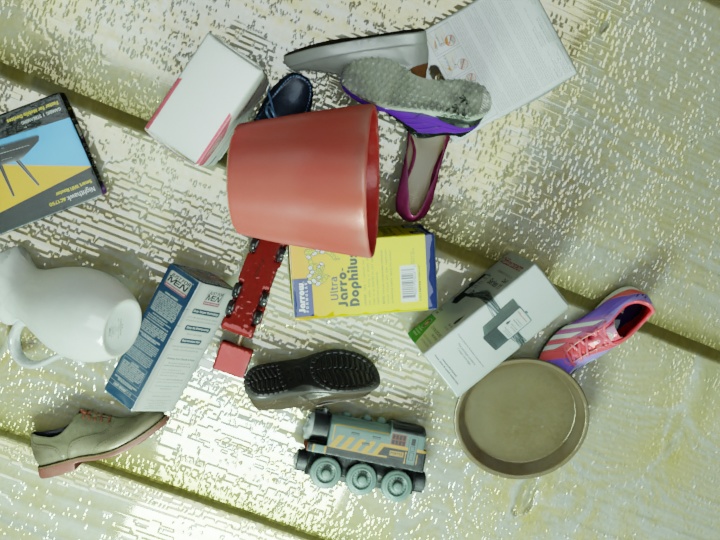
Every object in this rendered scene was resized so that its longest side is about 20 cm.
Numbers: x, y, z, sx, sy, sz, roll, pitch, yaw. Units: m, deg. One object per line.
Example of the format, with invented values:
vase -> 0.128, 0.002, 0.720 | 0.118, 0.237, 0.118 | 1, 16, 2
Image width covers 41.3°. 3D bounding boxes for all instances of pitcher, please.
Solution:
pitcher -> -0.399, 0.072, 1.288 | 0.200, 0.121, 0.172 | 16, 115, 22

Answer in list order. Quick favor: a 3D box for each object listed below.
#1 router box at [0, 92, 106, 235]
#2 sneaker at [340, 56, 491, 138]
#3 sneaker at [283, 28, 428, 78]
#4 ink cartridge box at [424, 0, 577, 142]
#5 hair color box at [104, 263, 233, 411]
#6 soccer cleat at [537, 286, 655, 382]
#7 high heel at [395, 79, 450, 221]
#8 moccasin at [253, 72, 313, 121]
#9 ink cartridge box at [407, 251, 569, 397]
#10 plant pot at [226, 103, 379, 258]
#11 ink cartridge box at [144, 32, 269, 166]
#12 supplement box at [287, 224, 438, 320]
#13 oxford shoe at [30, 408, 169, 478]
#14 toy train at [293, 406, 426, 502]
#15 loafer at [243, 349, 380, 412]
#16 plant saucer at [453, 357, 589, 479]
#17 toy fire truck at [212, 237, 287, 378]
router box -> -0.467, -0.137, 1.294 | 0.200, 0.051, 0.150 | -22, 102, -3
sneaker -> 0.065, -0.217, 1.271 | 0.200, 0.100, 0.070 | 14, 67, -5
sneaker -> -0.006, -0.274, 1.300 | 0.199, 0.073, 0.085 | -3, 111, 13
ink cartridge box -> 0.179, -0.294, 1.339 | 0.200, 0.050, 0.162 | -29, 96, 3
hair color box -> -0.261, 0.095, 1.323 | 0.060, 0.100, 0.200 | 32, 95, 24
soccer cleat -> 0.344, 0.099, 1.406 | 0.200, 0.073, 0.068 | -38, 102, 2
high heel -> 0.090, -0.166, 1.327 | 0.067, 0.096, 0.201 | 19, 96, -9
moccasin -> -0.118, -0.177, 1.317 | 0.080, 0.068, 0.200 | 23, 96, -9
ink cartridge box -> 0.177, 0.071, 1.349 | 0.200, 0.147, 0.083 | -38, 100, 0
plant pot -> -0.069, -0.115, 1.213 | 0.177, 0.200, 0.201 | 2, 99, 5
ink cartridge box -> -0.193, -0.215, 1.238 | 0.083, 0.200, 0.147 | 34, 94, -6
supplement box -> 0.000, 0.000, 1.336 | 0.199, 0.109, 0.110 | -4, 100, -6
oxford shoe -> -0.372, 0.228, 1.354 | 0.199, 0.070, 0.075 | -21, 95, -4
toy train -> 0.005, 0.267, 1.398 | 0.199, 0.085, 0.114 | 12, 85, -5
loafer -> -0.071, 0.163, 1.384 | 0.199, 0.071, 0.073 | -2, 54, -12
plant saucer -> 0.237, 0.217, 1.417 | 0.199, 0.029, 0.201 | 1, 109, 3
toy fire truck -> -0.153, 0.047, 1.328 | 0.049, 0.141, 0.201 | 20, 81, -1
